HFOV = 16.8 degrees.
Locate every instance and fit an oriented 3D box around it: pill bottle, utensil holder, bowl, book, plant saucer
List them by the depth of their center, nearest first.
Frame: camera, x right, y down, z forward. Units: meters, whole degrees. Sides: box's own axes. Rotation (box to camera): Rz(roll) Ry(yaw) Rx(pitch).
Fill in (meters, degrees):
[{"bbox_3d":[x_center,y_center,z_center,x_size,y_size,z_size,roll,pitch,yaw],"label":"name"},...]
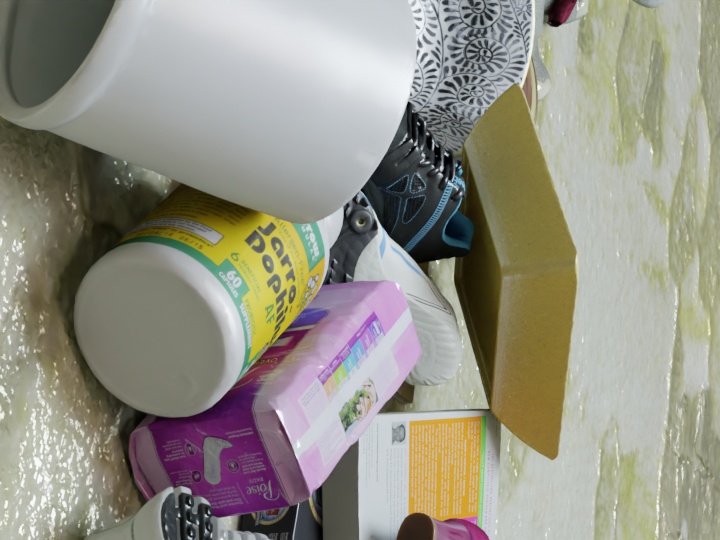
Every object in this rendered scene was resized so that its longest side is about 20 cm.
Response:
[{"bbox_3d":[-0.090,-0.133,1.415,0.199,0.169,0.171,21,63,-32],"label":"utensil holder"},{"bbox_3d":[-0.086,-0.002,1.523,0.200,0.112,0.114,-48,125,-56],"label":"pill bottle"},{"bbox_3d":[0.036,0.165,1.698,0.200,0.048,0.135,4,84,-62],"label":"book"},{"bbox_3d":[0.106,0.002,1.759,0.201,0.048,0.201,-103,-169,-46],"label":"plant saucer"},{"bbox_3d":[0.031,-0.185,1.782,0.200,0.094,0.203,-7,99,-46],"label":"bowl"}]

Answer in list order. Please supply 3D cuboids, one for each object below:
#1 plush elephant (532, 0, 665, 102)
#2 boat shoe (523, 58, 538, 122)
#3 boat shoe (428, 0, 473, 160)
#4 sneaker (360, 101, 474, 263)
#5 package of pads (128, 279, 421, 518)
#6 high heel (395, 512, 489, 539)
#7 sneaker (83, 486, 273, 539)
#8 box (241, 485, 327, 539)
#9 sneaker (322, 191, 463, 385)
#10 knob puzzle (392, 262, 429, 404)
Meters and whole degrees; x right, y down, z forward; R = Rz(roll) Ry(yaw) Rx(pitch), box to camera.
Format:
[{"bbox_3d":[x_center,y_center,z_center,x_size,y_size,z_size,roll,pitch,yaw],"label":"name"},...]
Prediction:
[{"bbox_3d":[0.189,-0.267,2.054,0.165,0.154,0.201,-55,132,-52],"label":"plush elephant"},{"bbox_3d":[0.094,-0.115,1.933,0.068,0.071,0.202,37,55,-56],"label":"boat shoe"},{"bbox_3d":[0.063,-0.157,1.885,0.072,0.075,0.202,4,85,-75],"label":"boat shoe"},{"bbox_3d":[0.032,-0.080,1.681,0.201,0.081,0.074,76,21,-52],"label":"sneaker"},{"bbox_3d":[-0.053,0.079,1.559,0.200,0.120,0.076,-49,121,-55],"label":"package of pads"},{"bbox_3d":[0.042,0.263,1.625,0.096,0.067,0.202,25,83,-52],"label":"high heel"},{"bbox_3d":[-0.095,0.196,1.495,0.200,0.081,0.076,44,33,-45],"label":"sneaker"},{"bbox_3d":[-0.027,0.219,1.658,0.160,0.044,0.202,45,46,-51],"label":"box"},{"bbox_3d":[0.000,0.000,1.685,0.200,0.072,0.073,53,-2,-29],"label":"sneaker"},{"bbox_3d":[-0.012,-0.023,1.755,0.219,0.030,0.222,26,60,-57],"label":"knob puzzle"}]
